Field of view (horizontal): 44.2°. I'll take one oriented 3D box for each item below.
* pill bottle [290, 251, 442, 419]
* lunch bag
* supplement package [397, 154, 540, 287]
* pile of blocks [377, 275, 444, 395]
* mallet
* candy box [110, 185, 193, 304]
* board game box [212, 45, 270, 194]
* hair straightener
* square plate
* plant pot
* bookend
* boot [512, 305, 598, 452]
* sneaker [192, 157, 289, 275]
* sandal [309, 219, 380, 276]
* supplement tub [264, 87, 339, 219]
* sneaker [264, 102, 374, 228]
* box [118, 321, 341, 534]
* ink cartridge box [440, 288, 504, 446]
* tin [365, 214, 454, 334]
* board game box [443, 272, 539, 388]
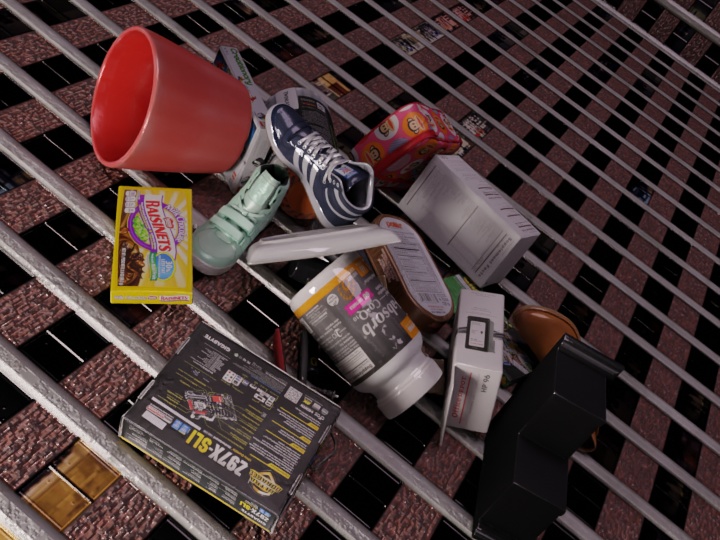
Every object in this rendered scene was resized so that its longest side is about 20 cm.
[{"bbox_3d":[0.009,0.084,1.145,0.201,0.116,0.116,50,38,0],"label":"pill bottle"},{"bbox_3d":[0.066,-0.196,1.478,0.083,0.175,0.199,60,24,11],"label":"lunch bag"},{"bbox_3d":[0.180,-0.084,1.471,0.200,0.114,0.109,46,24,16],"label":"supplement package"},{"bbox_3d":[0.048,0.099,1.239,0.201,0.082,0.062,55,-2,13],"label":"pile of blocks"},{"bbox_3d":[-0.058,0.062,1.214,0.065,0.041,0.202,14,45,-27],"label":"mallet"},{"bbox_3d":[-0.269,-0.036,1.153,0.100,0.027,0.202,3,44,-15],"label":"candy box"},{"bbox_3d":[-0.195,-0.233,1.365,0.034,0.127,0.202,1,47,-34],"label":"board game box"},{"bbox_3d":[-0.062,0.154,1.082,0.076,0.041,0.202,0,45,-12],"label":"hair straightener"},{"bbox_3d":[-0.056,-0.038,1.170,0.195,0.029,0.200,-9,5,-8],"label":"square plate"},{"bbox_3d":[-0.265,-0.228,1.270,0.175,0.201,0.202,10,41,-40],"label":"plant pot"},{"bbox_3d":[0.235,0.223,1.106,0.091,0.201,0.200,28,36,-4],"label":"bookend"},{"bbox_3d":[0.294,0.157,1.306,0.199,0.074,0.156,40,40,-14],"label":"boot"},{"bbox_3d":[-0.167,-0.082,1.221,0.073,0.119,0.201,35,38,1],"label":"sneaker"},{"bbox_3d":[0.000,0.001,1.321,0.199,0.043,0.077,37,35,-13],"label":"sandal"},{"bbox_3d":[-0.093,-0.183,1.387,0.121,0.123,0.202,13,40,-25],"label":"supplement tub"},{"bbox_3d":[-0.051,-0.155,1.232,0.070,0.108,0.202,-36,99,-29],"label":"sneaker"},{"bbox_3d":[-0.141,0.168,0.985,0.198,0.050,0.160,30,48,4],"label":"box"},{"bbox_3d":[0.153,0.134,1.204,0.067,0.117,0.201,9,38,4],"label":"ink cartridge box"},{"bbox_3d":[0.073,0.001,1.328,0.111,0.042,0.202,8,49,-49],"label":"tin"},{"bbox_3d":[0.193,0.088,1.376,0.104,0.024,0.201,-14,57,-43],"label":"board game box"}]
